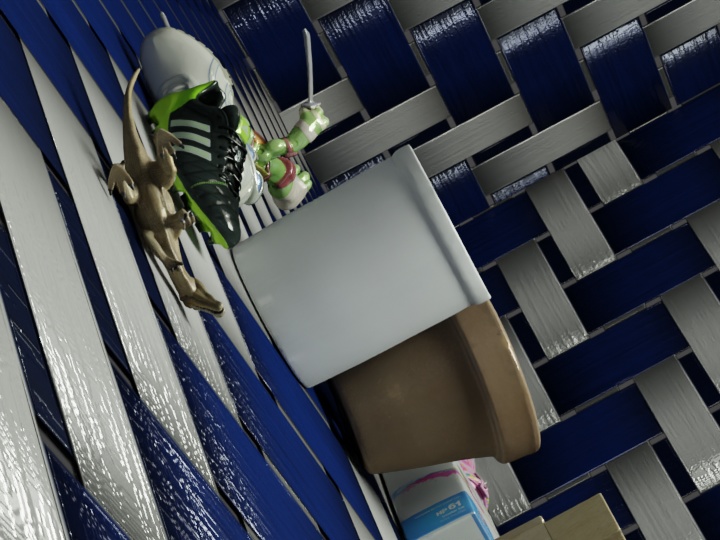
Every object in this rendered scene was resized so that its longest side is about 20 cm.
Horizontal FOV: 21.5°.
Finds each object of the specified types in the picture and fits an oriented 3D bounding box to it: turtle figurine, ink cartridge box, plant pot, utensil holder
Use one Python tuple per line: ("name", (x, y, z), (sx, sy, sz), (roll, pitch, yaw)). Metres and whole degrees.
("turtle figurine", (-0.104, -0.153, 1.940), (0.194, 0.144, 0.200), (77, -1, -70))
("ink cartridge box", (0.098, 0.283, 2.066), (0.145, 0.085, 0.200), (60, 2, -24))
("plant pot", (0.066, 0.121, 1.931), (0.200, 0.174, 0.201), (159, -90, -84))
("utensil holder", (0.000, 0.000, 1.832), (0.170, 0.200, 0.170), (61, 2, -4))

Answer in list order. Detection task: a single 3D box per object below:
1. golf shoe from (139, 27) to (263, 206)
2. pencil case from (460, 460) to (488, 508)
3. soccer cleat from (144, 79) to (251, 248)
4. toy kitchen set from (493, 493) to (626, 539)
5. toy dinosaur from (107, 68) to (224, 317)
("golf shoe", (-0.157, -0.151, 1.792), (0.200, 0.078, 0.097), (61, 9, 14))
("pencil case", (0.127, 0.289, 2.569), (0.088, 0.087, 0.200), (61, 2, -10))
("soccer cleat", (-0.129, -0.098, 1.645), (0.068, 0.081, 0.200), (59, 4, -44))
("toy kitchen set", (0.170, 0.334, 1.626), (0.181, 0.200, 0.163), (63, 4, 34))
("toy dinosaur", (-0.150, -0.059, 1.325), (0.101, 0.058, 0.200), (110, -39, -74))
